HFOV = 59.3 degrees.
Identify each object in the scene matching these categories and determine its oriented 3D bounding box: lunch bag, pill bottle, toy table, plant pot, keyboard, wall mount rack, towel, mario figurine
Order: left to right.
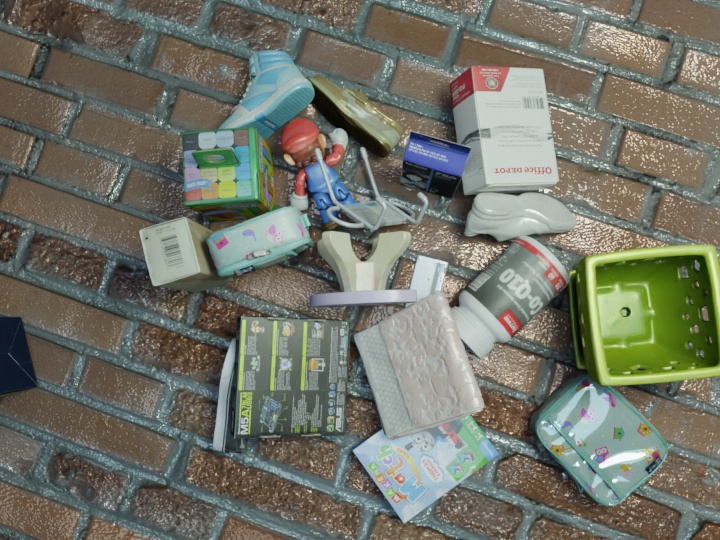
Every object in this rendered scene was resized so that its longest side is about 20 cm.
[{"bbox_3d":[-0.156,-0.046,1.034,0.160,0.200,0.077,-18,93,-1],"label":"lunch bag"},{"bbox_3d":[-0.071,-0.176,1.123,0.123,0.106,0.200,-30,96,-35],"label":"mario figurine"},{"bbox_3d":[0.000,0.000,1.051,0.200,0.184,0.117,-3,85,26],"label":"toy table"},{"bbox_3d":[0.012,-0.135,1.057,0.174,0.200,0.075,39,121,29],"label":"wall mount rack"},{"bbox_3d":[0.089,0.159,1.037,0.191,0.032,0.200,-29,69,31],"label":"towel"},{"bbox_3d":[0.104,0.075,1.117,0.056,0.011,0.200,14,86,9],"label":"keyboard"},{"bbox_3d":[0.239,0.048,1.058,0.200,0.114,0.114,-44,85,-1],"label":"pill bottle"},{"bbox_3d":[0.393,0.282,1.051,0.160,0.077,0.200,-43,85,-1],"label":"lunch bag"},{"bbox_3d":[0.441,0.071,1.013,0.200,0.181,0.199,-5,85,3],"label":"plant pot"}]

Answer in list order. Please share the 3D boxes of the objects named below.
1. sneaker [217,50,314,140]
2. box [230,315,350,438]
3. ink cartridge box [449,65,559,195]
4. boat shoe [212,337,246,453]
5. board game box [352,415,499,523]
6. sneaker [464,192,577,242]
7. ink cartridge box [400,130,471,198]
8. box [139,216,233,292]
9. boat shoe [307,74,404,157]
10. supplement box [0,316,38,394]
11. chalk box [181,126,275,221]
[{"bbox_3d":[-0.188,-0.312,1.132,0.200,0.080,0.131,-30,70,10],"label":"sneaker"},{"bbox_3d":[-0.116,0.179,1.068,0.193,0.048,0.200,3,86,-18],"label":"box"},{"bbox_3d":[0.242,-0.233,1.071,0.147,0.083,0.200,-4,85,-22],"label":"ink cartridge box"},{"bbox_3d":[-0.208,0.218,1.090,0.068,0.074,0.200,8,88,-2],"label":"boat shoe"},{"bbox_3d":[0.111,0.309,1.084,0.200,0.037,0.151,-37,85,1],"label":"board game box"},{"bbox_3d":[0.273,-0.083,1.093,0.200,0.089,0.075,5,44,-17],"label":"sneaker"},{"bbox_3d":[0.118,-0.168,1.037,0.099,0.200,0.039,17,84,5],"label":"ink cartridge box"},{"bbox_3d":[-0.282,-0.021,1.046,0.078,0.200,0.095,-17,86,2],"label":"box"},{"bbox_3d":[-0.010,-0.283,1.123,0.200,0.074,0.066,42,73,6],"label":"boat shoe"},{"bbox_3d":[-0.699,0.167,1.054,0.200,0.200,0.134,-16,85,1],"label":"supplement box"},{"bbox_3d":[-0.220,-0.160,1.053,0.125,0.200,0.124,-4,86,3],"label":"chalk box"}]
